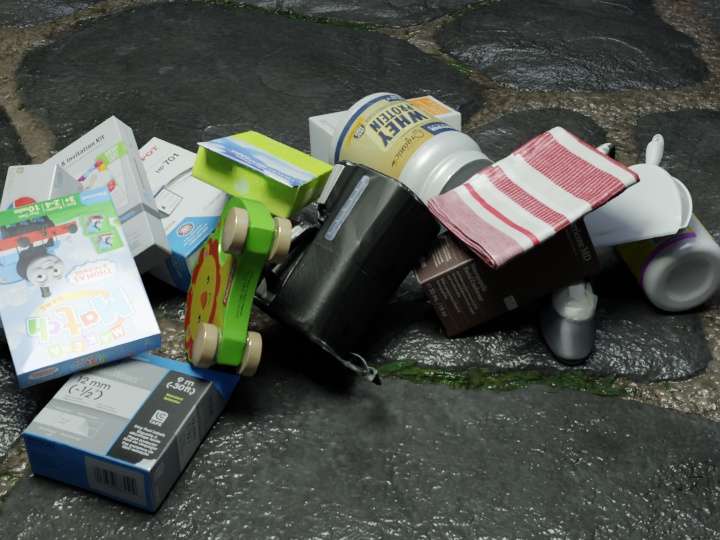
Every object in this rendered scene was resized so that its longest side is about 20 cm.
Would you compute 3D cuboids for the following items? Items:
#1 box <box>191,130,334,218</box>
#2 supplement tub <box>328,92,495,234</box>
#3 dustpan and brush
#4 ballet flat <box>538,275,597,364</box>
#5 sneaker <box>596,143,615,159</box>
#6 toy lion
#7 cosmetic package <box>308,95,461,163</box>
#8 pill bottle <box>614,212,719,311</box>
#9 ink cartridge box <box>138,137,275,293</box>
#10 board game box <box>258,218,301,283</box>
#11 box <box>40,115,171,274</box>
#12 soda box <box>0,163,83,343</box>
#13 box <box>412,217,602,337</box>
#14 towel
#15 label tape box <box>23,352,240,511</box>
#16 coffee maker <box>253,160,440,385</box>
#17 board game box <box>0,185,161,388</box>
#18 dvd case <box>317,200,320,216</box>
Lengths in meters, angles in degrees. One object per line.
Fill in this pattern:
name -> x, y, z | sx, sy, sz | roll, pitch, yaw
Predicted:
box -> -0.110, -0.113, 1.217 | 0.121, 0.048, 0.200 | 24, 15, 6
supplement tub -> 0.070, -0.130, 1.364 | 0.144, 0.145, 0.200 | -26, 44, -31
dustpan and brush -> 0.346, -0.101, 1.293 | 0.139, 0.057, 0.201 | -12, 51, 39
ballet flat -> 0.250, 0.023, 1.267 | 0.072, 0.073, 0.201 | 6, 38, 6
sneaker -> 0.273, -0.132, 1.470 | 0.115, 0.075, 0.200 | 19, 42, 26
toy lion -> -0.148, 0.014, 1.147 | 0.068, 0.201, 0.192 | 11, 14, -22
cosmetic package -> 0.036, -0.192, 1.525 | 0.199, 0.072, 0.101 | -14, 29, -20
pill bottle -> 0.372, -0.047, 1.335 | 0.103, 0.105, 0.201 | -5, 37, -9
ink cartridge box -> -0.229, -0.069, 1.327 | 0.199, 0.086, 0.147 | 24, 57, 30
board game box -> -0.105, -0.025, 1.341 | 0.199, 0.020, 0.103 | 17, 51, 20
box -> -0.322, -0.065, 1.271 | 0.155, 0.041, 0.201 | -30, 59, 13
soda box -> -0.379, -0.020, 1.215 | 0.068, 0.064, 0.201 | -1, 69, 17
box -> 0.167, -0.013, 1.226 | 0.199, 0.100, 0.075 | -26, 37, 7
towel -> 0.190, -0.087, 1.183 | 0.199, 0.023, 0.144 | -30, 42, -14
label tape box -> -0.230, 0.140, 1.099 | 0.142, 0.066, 0.200 | 13, 40, 15
coffee maker -> 0.000, 0.000, 1.181 | 0.192, 0.135, 0.201 | 33, 83, 15
board game box -> -0.315, 0.013, 1.131 | 0.150, 0.037, 0.201 | -16, 63, -19
dvd case -> 0.041, -0.075, 1.427 | 0.198, 0.022, 0.146 | 0, 37, -3
